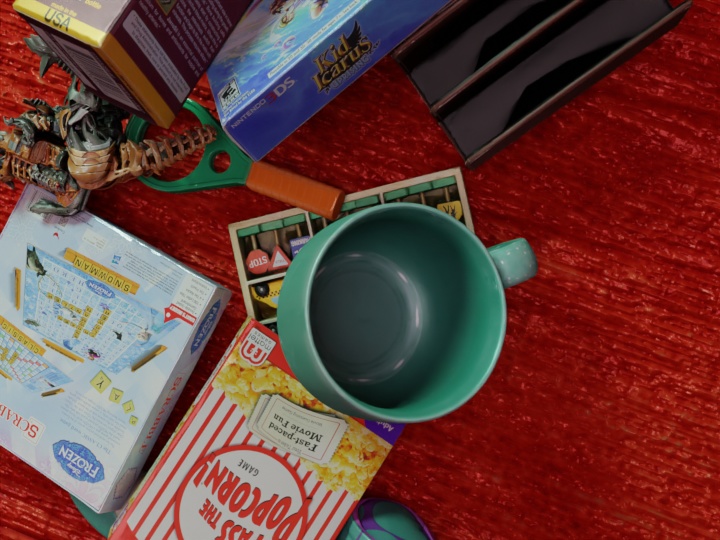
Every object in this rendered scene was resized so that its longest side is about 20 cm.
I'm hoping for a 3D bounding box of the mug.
[{"bbox_3d":[0.029,0.036,0.751,0.183,0.114,0.154,13,80,-19],"label":"mug"}]

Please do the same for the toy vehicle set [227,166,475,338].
[{"bbox_3d":[0.000,0.000,0.830,0.197,0.027,0.126,-14,92,10],"label":"toy vehicle set"}]

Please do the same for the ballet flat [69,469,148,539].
[{"bbox_3d":[-0.156,0.218,0.846,0.200,0.067,0.070,42,135,0],"label":"ballet flat"}]

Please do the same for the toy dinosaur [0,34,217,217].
[{"bbox_3d":[-0.217,-0.112,0.819,0.197,0.102,0.138,0,92,-12],"label":"toy dinosaur"}]

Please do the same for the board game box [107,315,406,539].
[{"bbox_3d":[-0.080,0.162,0.798,0.151,0.046,0.201,33,84,-9],"label":"board game box"}]

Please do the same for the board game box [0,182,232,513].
[{"bbox_3d":[-0.235,0.059,0.833,0.199,0.041,0.201,29,89,17],"label":"board game box"}]

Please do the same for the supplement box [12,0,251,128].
[{"bbox_3d":[-0.136,-0.222,0.721,0.085,0.110,0.201,26,77,22],"label":"supplement box"}]

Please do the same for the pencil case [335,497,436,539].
[{"bbox_3d":[-0.003,0.293,0.822,0.092,0.085,0.202,22,98,-14],"label":"pencil case"}]

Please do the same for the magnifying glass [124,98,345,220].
[{"bbox_3d":[-0.106,-0.086,0.829,0.198,0.022,0.080,21,91,18],"label":"magnifying glass"}]

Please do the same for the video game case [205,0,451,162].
[{"bbox_3d":[-0.031,-0.199,0.748,0.199,0.182,0.045,-38,128,11],"label":"video game case"}]

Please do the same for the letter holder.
[{"bbox_3d":[0.132,-0.173,0.739,0.199,0.142,0.101,-35,88,9],"label":"letter holder"}]
